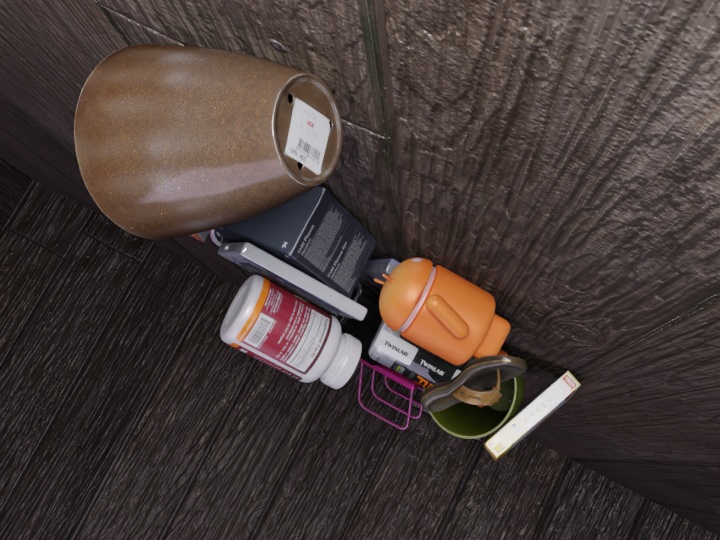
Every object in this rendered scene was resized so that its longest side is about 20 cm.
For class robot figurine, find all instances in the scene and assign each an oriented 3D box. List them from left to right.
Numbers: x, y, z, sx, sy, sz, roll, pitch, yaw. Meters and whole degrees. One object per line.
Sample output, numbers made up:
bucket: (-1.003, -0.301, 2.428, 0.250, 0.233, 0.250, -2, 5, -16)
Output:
robot figurine: (0.112, 0.056, 1.093, 0.199, 0.144, 0.117, 29, 126, -4)

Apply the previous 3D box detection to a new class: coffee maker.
coffee maker: (0.001, 0.079, 1.333, 0.191, 0.136, 0.200, 8, 164, 33)

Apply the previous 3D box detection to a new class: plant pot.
plant pot: (-0.120, -0.120, 0.700, 0.199, 0.188, 0.187, 4, 158, 36)
plant pot: (0.247, 0.232, 1.512, 0.186, 0.189, 0.200, 22, -179, 31)

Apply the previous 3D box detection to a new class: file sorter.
file sorter: (0.103, 0.214, 1.590, 0.138, 0.126, 0.199, 25, -147, 31)

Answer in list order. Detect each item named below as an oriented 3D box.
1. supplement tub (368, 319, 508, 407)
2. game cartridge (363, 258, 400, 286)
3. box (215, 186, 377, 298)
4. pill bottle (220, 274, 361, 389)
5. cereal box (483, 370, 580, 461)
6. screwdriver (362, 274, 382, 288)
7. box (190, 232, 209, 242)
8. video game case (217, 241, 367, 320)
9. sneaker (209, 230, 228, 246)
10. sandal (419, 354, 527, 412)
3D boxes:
supplement tub: (0.123, 0.127, 1.215, 0.199, 0.123, 0.123, 28, 171, 2)
game cartridge: (0.107, 0.039, 1.263, 0.199, 0.039, 0.129, 31, 166, -16)
box: (-0.108, -0.063, 1.114, 0.199, 0.105, 0.182, 22, 171, 31)
pill bottle: (-0.103, 0.100, 1.174, 0.199, 0.114, 0.113, 30, 170, -18)
cereal box: (0.310, 0.268, 1.402, 0.040, 0.200, 0.144, 50, 178, 18)
screwdriver: (0.000, 0.000, 1.350, 0.199, 0.029, 0.028, 25, 173, 7)
box: (-0.316, -0.137, 1.335, 0.124, 0.098, 0.200, 27, 171, 2)
video game case: (-0.104, 0.015, 1.129, 0.199, 0.024, 0.182, 29, 172, -19)
sneaker: (-0.220, -0.070, 1.541, 0.086, 0.081, 0.200, 10, 172, 24)
sandal: (0.161, 0.172, 1.096, 0.081, 0.055, 0.200, 17, 143, -37)
